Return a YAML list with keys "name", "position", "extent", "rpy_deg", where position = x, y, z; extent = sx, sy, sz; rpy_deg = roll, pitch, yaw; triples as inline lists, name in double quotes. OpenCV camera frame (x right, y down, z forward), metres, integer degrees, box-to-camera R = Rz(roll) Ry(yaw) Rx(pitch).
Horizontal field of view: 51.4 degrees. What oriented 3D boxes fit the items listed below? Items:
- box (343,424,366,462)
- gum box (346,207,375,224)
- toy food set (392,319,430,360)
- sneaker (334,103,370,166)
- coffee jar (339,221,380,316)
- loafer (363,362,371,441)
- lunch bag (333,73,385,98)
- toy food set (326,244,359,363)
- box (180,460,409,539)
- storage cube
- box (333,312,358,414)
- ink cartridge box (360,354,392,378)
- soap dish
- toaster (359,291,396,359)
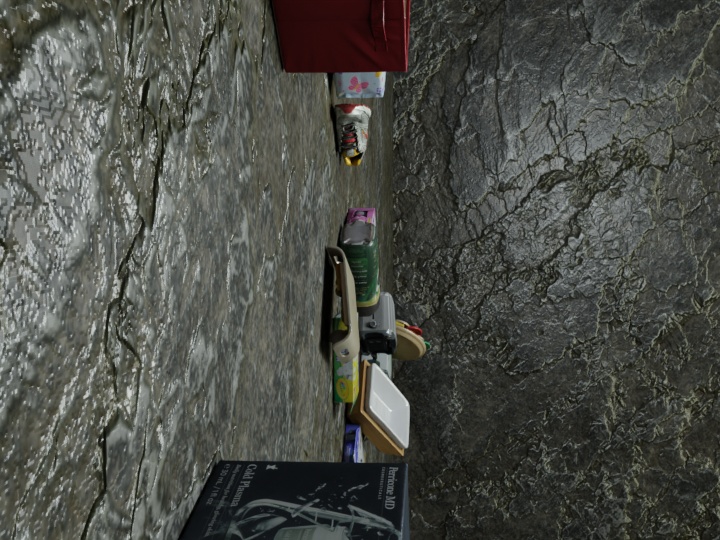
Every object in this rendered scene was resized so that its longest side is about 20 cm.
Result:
- name: "box"
  position: [-0.015, 0.458, 1.799]
  extent: [0.202, 0.040, 0.121]
  rpy_deg: [79, 13, -52]
- name: "gum box"
  position: [0.003, -0.046, 1.799]
  extent: [0.114, 0.064, 0.205]
  rpy_deg: [-80, 168, -66]
- name: "toy food set"
  position: [0.106, 0.201, 2.194]
  extent: [0.199, 0.196, 0.050]
  rpy_deg: [113, -1, -61]
- name: "sneaker"
  position: [-0.014, -0.286, 1.575]
  extent: [0.200, 0.076, 0.084]
  rpy_deg: [71, 21, -72]
- name: "coffee jar"
  position: [0.000, 0.000, 1.688]
  extent: [0.105, 0.083, 0.204]
  rpy_deg: [-83, 171, -57]
- name: "loafer"
  position: [0.014, 0.345, 1.940]
  extent: [0.063, 0.070, 0.206]
  rpy_deg: [-23, 115, -77]
- name: "lunch bag"
  position: [-0.001, -0.474, 1.488]
  extent: [0.172, 0.123, 0.204]
  rpy_deg: [86, 0, -51]
- name: "toy food set"
  position: [-0.043, 0.067, 1.471]
  extent: [0.144, 0.059, 0.205]
  rpy_deg: [71, 12, -70]
- name: "box"
  position: [-0.055, 0.274, 0.658]
  extent: [0.201, 0.191, 0.127]
  rpy_deg: [-74, 163, -71]
- name: "storage cube"
  position: [-0.022, -0.392, 1.017]
  extent: [0.173, 0.174, 0.204]
  rpy_deg: [82, 11, -53]
- name: "box"
  position: [-0.030, 0.197, 1.606]
  extent: [0.117, 0.047, 0.206]
  rpy_deg: [-23, 111, -84]
- name: "ink cartridge box"
  position: [0.044, 0.306, 2.138]
  extent: [0.148, 0.081, 0.204]
  rpy_deg: [80, 13, -58]
- name: "soap dish"
  position: [0.044, 0.342, 1.845]
  extent: [0.201, 0.080, 0.160]
  rpy_deg: [50, 30, -33]
- name: "toaster"
  position: [0.041, 0.142, 1.974]
  extent: [0.201, 0.110, 0.132]
  rpy_deg: [74, 15, -64]
